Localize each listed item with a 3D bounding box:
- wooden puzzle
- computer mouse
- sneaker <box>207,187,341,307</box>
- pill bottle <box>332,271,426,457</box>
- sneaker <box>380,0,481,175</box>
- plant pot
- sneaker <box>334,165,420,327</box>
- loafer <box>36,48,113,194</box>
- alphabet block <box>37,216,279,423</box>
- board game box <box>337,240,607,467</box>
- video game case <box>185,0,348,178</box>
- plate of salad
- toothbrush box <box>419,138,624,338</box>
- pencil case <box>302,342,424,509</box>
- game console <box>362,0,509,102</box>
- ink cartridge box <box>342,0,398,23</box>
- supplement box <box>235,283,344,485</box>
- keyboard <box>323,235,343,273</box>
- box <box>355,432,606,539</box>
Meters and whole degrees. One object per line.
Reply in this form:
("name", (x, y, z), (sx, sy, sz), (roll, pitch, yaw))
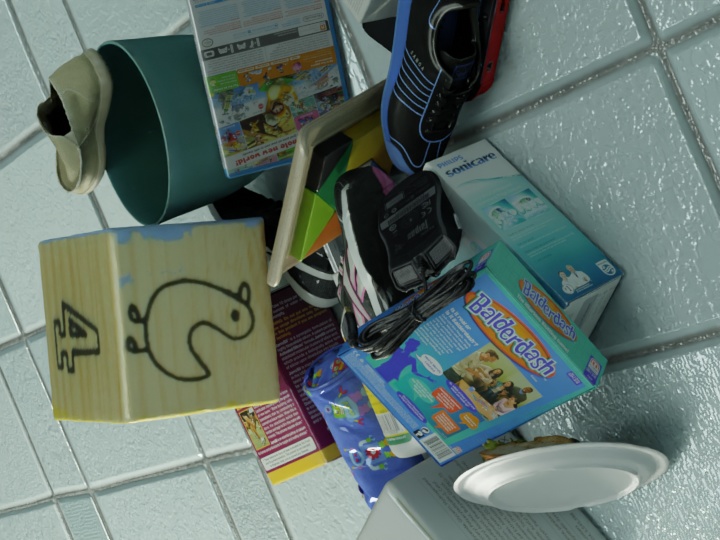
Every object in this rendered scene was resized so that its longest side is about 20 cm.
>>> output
("wooden puzzle", (-0.014, -0.093, 1.576), (0.037, 0.200, 0.185), (31, 133, 18))
("computer mouse", (0.039, 0.002, 1.449), (0.046, 0.140, 0.200), (43, -163, -30))
("sneaker", (-0.079, -0.061, 1.782), (0.200, 0.073, 0.112), (40, 134, 19))
("pill bottle", (0.047, 0.080, 1.660), (0.113, 0.113, 0.200), (-22, 92, 53))
("sneaker", (0.069, -0.170, 1.481), (0.078, 0.070, 0.201), (36, 134, 46))
("plant pot", (-0.179, -0.165, 1.750), (0.201, 0.161, 0.201), (39, 137, 47))
("sneaker", (0.006, 0.002, 1.551), (0.086, 0.080, 0.201), (-2, 106, 47))
("loafer", (-0.317, -0.158, 1.759), (0.076, 0.068, 0.200), (55, 147, 31))
("alphabet block", (-0.219, 0.054, 1.747), (0.196, 0.195, 0.201), (-6, 90, 57))
("board game box", (0.099, 0.080, 1.468), (0.200, 0.045, 0.152), (-32, 106, 39))
("video game case", (-0.090, -0.207, 1.653), (0.018, 0.143, 0.201), (-141, 38, -70))
("plate of salad", (0.185, 0.183, 1.500), (0.200, 0.200, 0.048), (-41, 48, 52))
("toothbrush box", (0.131, -0.001, 1.534), (0.200, 0.085, 0.147), (45, 139, 25))
("pencil case", (0.008, 0.176, 1.750), (0.087, 0.078, 0.200), (-23, 110, 15))
("game console", (0.070, -0.274, 1.506), (0.177, 0.031, 0.200), (38, 135, 32))
("ink cartridge box", (-0.010, -0.343, 1.507), (0.200, 0.067, 0.116), (56, 144, 23))
("supplement box", (-0.077, 0.126, 1.846), (0.131, 0.103, 0.200), (-29, 87, 54))
("keyboard", (0.000, 0.000, 1.721), (0.011, 0.056, 0.200), (-18, 95, 62))
("box", (0.114, 0.306, 1.651), (0.200, 0.171, 0.199), (49, 140, 22))
